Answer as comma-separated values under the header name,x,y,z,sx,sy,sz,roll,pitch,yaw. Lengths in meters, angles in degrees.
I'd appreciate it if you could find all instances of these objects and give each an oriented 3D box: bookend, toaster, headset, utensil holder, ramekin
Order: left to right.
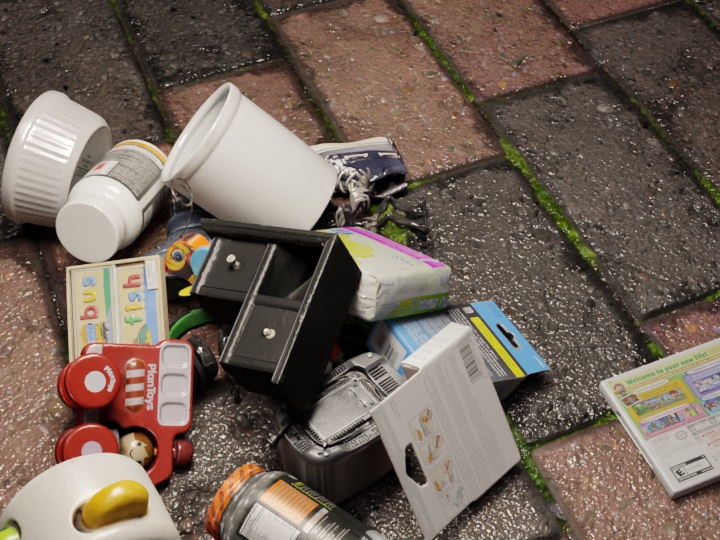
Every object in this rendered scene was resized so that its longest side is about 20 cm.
name,x,y,z,sx,sy,sz,roll,pitch,yaw
ramekin,-0.441,-0.154,1.651,0.093,0.203,0.203,20,50,3
headset,-0.193,0.103,1.481,0.122,0.095,0.200,-19,39,-15
utensil holder,-0.157,-0.138,1.595,0.199,0.170,0.171,36,46,-21
bookend,-0.128,0.051,1.349,0.198,0.092,0.200,8,62,28
toaster,-0.024,0.203,1.366,0.199,0.130,0.114,-31,54,-25

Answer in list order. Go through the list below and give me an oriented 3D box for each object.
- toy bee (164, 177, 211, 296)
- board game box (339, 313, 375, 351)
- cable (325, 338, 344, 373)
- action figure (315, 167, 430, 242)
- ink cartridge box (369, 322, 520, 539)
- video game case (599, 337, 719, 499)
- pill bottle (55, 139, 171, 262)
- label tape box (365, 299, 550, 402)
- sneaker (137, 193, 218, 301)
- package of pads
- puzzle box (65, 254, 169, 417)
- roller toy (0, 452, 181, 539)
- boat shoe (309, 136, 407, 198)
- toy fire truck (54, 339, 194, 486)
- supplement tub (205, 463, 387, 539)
name,x,y,z,sx,sy,sz,roll,pitch,yaw
toy bee,-0.215,-0.012,1.517,0.130,0.108,0.201,-6,67,-57
board game box,-0.026,0.033,1.585,0.198,0.028,0.136,20,52,17
cable,-0.082,0.061,1.486,0.097,0.201,0.050,-35,12,-39
action figure,0.001,-0.092,1.641,0.198,0.103,0.119,2,30,-3
ink cartridge box,0.095,0.193,1.336,0.173,0.201,0.043,-35,25,-27
video game case,0.440,0.186,1.452,0.198,0.022,0.183,-18,51,-14
pill bottle,-0.353,-0.100,1.615,0.115,0.117,0.200,10,31,10
label tape box,0.128,0.115,1.476,0.199,0.064,0.145,-4,43,-37
sneaker,-0.283,-0.032,1.603,0.200,0.077,0.147,-9,59,-21
package of pads,0.000,0.000,1.483,0.154,0.069,0.199,-8,23,-45
puzzle box,-0.317,0.086,1.469,0.132,0.025,0.202,-8,77,6
roller toy,-0.294,0.307,1.237,0.200,0.183,0.140,-40,56,0
boat shoe,-0.022,-0.146,1.712,0.198,0.075,0.093,-17,43,-15
toy fire truck,-0.286,0.184,1.383,0.166,0.112,0.202,3,80,-20
supplement tub,-0.071,0.312,1.275,0.199,0.123,0.123,29,54,24
